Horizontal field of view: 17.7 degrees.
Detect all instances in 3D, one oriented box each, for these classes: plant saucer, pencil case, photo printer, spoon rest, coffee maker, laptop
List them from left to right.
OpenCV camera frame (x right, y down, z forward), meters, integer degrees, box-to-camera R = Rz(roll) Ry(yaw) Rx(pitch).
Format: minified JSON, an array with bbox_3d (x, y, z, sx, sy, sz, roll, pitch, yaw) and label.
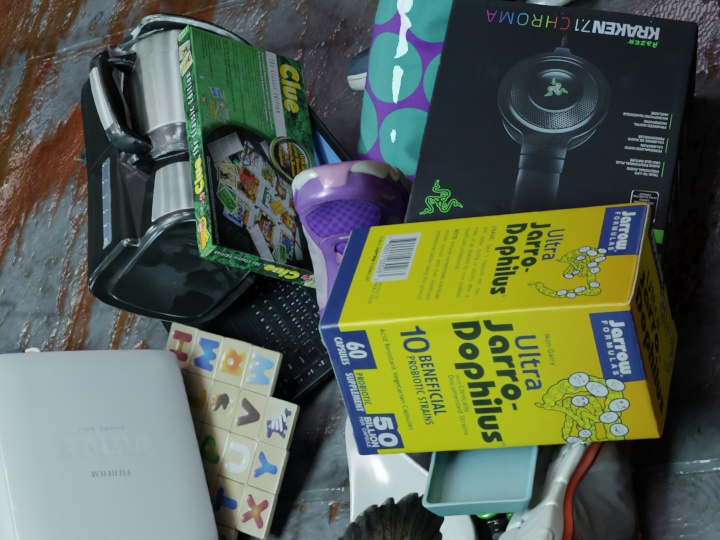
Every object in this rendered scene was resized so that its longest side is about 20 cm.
[{"bbox_3d":[-0.193,0.156,1.679,0.070,0.166,0.201,122,141,-50],"label":"photo printer"},{"bbox_3d":[-0.148,-0.063,1.785,0.192,0.134,0.201,109,159,-54],"label":"coffee maker"},{"bbox_3d":[-0.070,-0.003,1.746,0.200,0.103,0.177,-39,40,1],"label":"laptop"},{"bbox_3d":[0.026,0.158,1.569,0.099,0.061,0.200,-36,41,19],"label":"spoon rest"},{"bbox_3d":[0.055,-0.165,1.701,0.092,0.085,0.201,14,110,10],"label":"pencil case"},{"bbox_3d":[0.088,0.088,1.503,0.070,0.019,0.200,-5,37,15],"label":"plant saucer"}]

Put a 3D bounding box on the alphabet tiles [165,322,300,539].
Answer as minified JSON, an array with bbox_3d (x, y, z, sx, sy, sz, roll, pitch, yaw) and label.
[{"bbox_3d":[-0.121,0.130,1.734,0.200,0.006,0.167,13,88,48],"label":"alphabet tiles"}]

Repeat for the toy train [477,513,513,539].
[{"bbox_3d":[0.104,0.092,1.563,0.056,0.042,0.201,-18,49,20],"label":"toy train"}]

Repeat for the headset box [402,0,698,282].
[{"bbox_3d":[0.129,-0.070,1.561,0.173,0.093,0.201,8,62,11],"label":"headset box"}]

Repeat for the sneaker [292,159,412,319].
[{"bbox_3d":[0.000,0.000,1.567,0.080,0.200,0.089,-3,60,5],"label":"sneaker"}]

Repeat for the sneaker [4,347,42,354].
[{"bbox_3d":[-0.276,0.102,1.888,0.200,0.078,0.080,20,80,38],"label":"sneaker"}]

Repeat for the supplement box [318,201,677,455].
[{"bbox_3d":[0.090,0.038,1.458,0.199,0.109,0.110,-5,35,18],"label":"supplement box"}]

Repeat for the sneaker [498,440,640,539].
[{"bbox_3d":[0.143,0.156,1.461,0.077,0.082,0.200,-35,17,47],"label":"sneaker"}]

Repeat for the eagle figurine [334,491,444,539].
[{"bbox_3d":[0.000,0.252,1.450,0.200,0.152,0.151,-35,44,19],"label":"eagle figurine"}]

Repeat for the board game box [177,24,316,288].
[{"bbox_3d":[-0.079,-0.084,1.697,0.023,0.104,0.201,-44,42,42],"label":"board game box"}]

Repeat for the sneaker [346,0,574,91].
[{"bbox_3d":[0.055,-0.233,1.767,0.202,0.147,0.077,-25,7,21],"label":"sneaker"}]
